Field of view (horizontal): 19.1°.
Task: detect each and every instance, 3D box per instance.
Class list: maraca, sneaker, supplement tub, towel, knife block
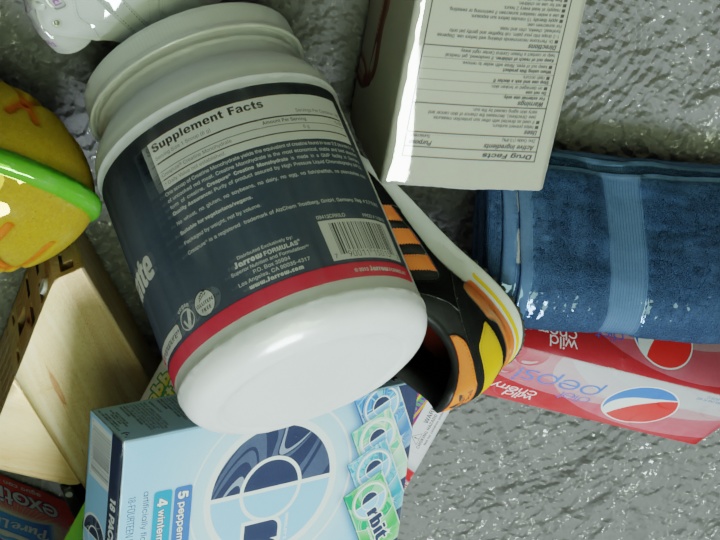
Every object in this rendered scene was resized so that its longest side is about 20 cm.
[{"bbox_3d":[-0.237,-0.059,1.159,0.199,0.137,0.108,17,76,-14],"label":"maraca"},{"bbox_3d":[-0.165,-0.169,1.132,0.199,0.075,0.100,28,110,-27],"label":"sneaker"},{"bbox_3d":[-0.060,-0.027,1.148,0.140,0.201,0.140,-20,158,-8],"label":"supplement tub"},{"bbox_3d":[0.000,0.000,1.223,0.200,0.090,0.070,40,128,5],"label":"sneaker"},{"bbox_3d":[0.163,-0.015,1.295,0.199,0.112,0.049,6,164,-20],"label":"towel"},{"bbox_3d":[-0.138,0.081,1.303,0.175,0.064,0.201,14,117,-23],"label":"knife block"}]

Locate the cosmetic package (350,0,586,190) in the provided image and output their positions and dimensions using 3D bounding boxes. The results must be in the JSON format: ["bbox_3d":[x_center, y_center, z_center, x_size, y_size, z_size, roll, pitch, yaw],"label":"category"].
[{"bbox_3d":[0.064,-0.153,1.193,0.103,0.087,0.201,2,120,-17],"label":"cosmetic package"}]

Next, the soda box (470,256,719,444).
[{"bbox_3d":[0.145,0.050,1.342,0.199,0.064,0.070,14,147,-22],"label":"soda box"}]

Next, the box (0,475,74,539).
[{"bbox_3d":[-0.239,0.193,1.327,0.199,0.095,0.103,28,112,-27],"label":"box"}]

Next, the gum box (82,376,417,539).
[{"bbox_3d":[-0.066,0.147,1.254,0.199,0.045,0.171,-10,118,-32],"label":"gum box"}]

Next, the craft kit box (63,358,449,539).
[{"bbox_3d":[-0.059,0.121,1.304,0.197,0.048,0.201,24,98,-39],"label":"craft kit box"}]
